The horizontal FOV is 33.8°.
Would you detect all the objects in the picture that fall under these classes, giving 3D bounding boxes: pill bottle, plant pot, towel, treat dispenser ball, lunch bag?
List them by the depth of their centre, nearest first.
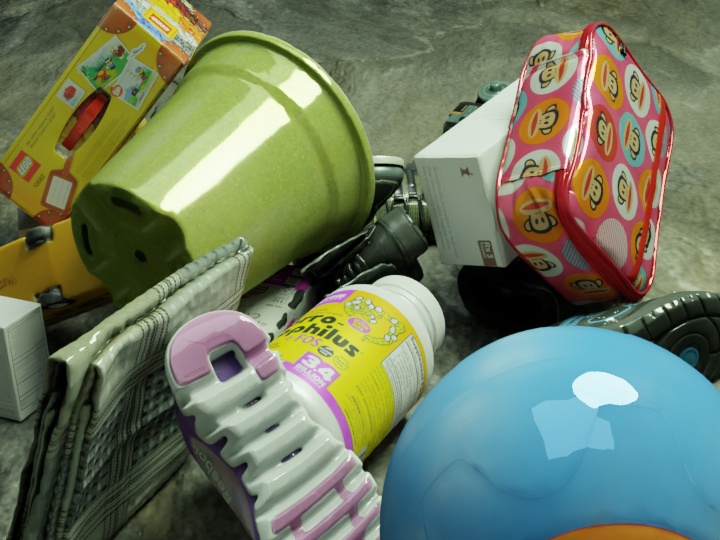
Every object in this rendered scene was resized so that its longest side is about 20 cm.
[{"bbox_3d":[0.109,0.130,0.603,0.197,0.204,0.202,-3,25,1],"label":"treat dispenser ball"},{"bbox_3d":[-0.139,0.092,0.737,0.034,0.195,0.200,31,33,14],"label":"towel"},{"bbox_3d":[-0.013,0.076,0.847,0.103,0.106,0.200,10,28,27],"label":"pill bottle"},{"bbox_3d":[-0.117,-0.054,0.923,0.198,0.203,0.184,13,40,31],"label":"plant pot"},{"bbox_3d":[0.190,-0.076,0.956,0.081,0.176,0.203,-8,54,39],"label":"lunch bag"}]

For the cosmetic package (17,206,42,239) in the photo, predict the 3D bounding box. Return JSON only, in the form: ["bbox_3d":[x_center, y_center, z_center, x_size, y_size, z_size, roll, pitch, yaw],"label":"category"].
[{"bbox_3d":[-0.282,-0.045,1.166,0.105,0.092,0.200,-9,23,-11],"label":"cosmetic package"}]

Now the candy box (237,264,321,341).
[{"bbox_3d":[-0.122,0.058,0.951,0.134,0.062,0.200,5,27,15],"label":"candy box"}]

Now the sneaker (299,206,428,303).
[{"bbox_3d":[0.002,0.003,1.000,0.104,0.060,0.200,-38,-8,-8],"label":"sneaker"}]

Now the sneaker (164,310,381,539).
[{"bbox_3d":[-0.054,0.124,0.716,0.080,0.089,0.202,-27,77,-28],"label":"sneaker"}]

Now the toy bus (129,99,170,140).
[{"bbox_3d":[-0.118,-0.074,1.170,0.197,0.137,0.193,-11,39,-22],"label":"toy bus"}]

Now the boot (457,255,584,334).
[{"bbox_3d":[0.141,-0.018,1.061,0.167,0.078,0.199,-20,36,-39],"label":"boot"}]

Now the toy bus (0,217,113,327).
[{"bbox_3d":[-0.272,0.010,1.000,0.198,0.066,0.078,-19,-11,28],"label":"toy bus"}]

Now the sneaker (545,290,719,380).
[{"bbox_3d":[0.206,0.051,0.914,0.197,0.075,0.082,-9,16,-21],"label":"sneaker"}]

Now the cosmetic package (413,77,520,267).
[{"bbox_3d":[0.135,-0.093,1.015,0.073,0.103,0.199,3,29,41],"label":"cosmetic package"}]

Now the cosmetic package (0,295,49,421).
[{"bbox_3d":[-0.343,0.057,0.957,0.197,0.084,0.051,9,25,24],"label":"cosmetic package"}]

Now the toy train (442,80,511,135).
[{"bbox_3d":[0.188,-0.152,1.348,0.197,0.086,0.114,14,42,29],"label":"toy train"}]

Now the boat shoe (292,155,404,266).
[{"bbox_3d":[-0.014,-0.043,1.041,0.072,0.063,0.200,1,-18,-27],"label":"boat shoe"}]

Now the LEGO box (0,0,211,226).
[{"bbox_3d":[-0.230,-0.154,1.060,0.077,0.200,0.149,37,20,-13],"label":"LEGO box"}]

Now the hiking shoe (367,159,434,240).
[{"bbox_3d":[0.051,-0.067,1.178,0.198,0.077,0.100,-24,29,-39],"label":"hiking shoe"}]
